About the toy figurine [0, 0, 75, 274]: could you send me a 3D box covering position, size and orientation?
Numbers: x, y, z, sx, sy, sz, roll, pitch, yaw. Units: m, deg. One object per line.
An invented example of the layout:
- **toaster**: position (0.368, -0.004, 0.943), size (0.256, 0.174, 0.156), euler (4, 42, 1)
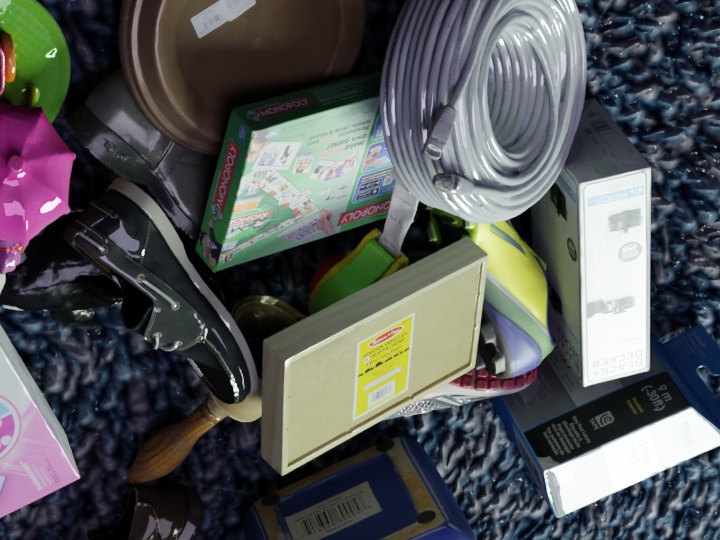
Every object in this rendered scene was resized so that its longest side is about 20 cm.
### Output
- **toy figurine**: position (-0.256, -0.069, 1.393), size (0.150, 0.184, 0.200), euler (-6, 125, -17)

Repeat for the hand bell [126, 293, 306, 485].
- **hand bell**: position (-0.121, 0.117, 1.639), size (0.104, 0.104, 0.200), euler (25, 129, -32)

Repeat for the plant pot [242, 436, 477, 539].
- **plant pot**: position (0.013, 0.267, 1.724), size (0.200, 0.200, 0.180), euler (-24, 121, -4)

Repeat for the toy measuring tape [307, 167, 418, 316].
- **toy measuring tape**: position (0.000, 0.000, 1.559), size (0.073, 0.074, 0.200), euler (-6, 146, -17)

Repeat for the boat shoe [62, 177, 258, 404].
- **boat shoe**: position (-0.145, 0.028, 1.498), size (0.068, 0.072, 0.200), euler (-47, 122, -25)

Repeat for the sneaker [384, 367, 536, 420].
- **sneaker**: position (0.050, 0.081, 1.690), size (0.199, 0.081, 0.075), euler (-4, 153, -18)

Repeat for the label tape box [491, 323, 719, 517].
- **label tape box**: position (0.222, 0.105, 1.718), size (0.200, 0.143, 0.066), euler (-25, 129, -3)

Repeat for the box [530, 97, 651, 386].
- **box**: position (0.183, -0.021, 1.636), size (0.060, 0.117, 0.200), euler (-14, 128, -11)

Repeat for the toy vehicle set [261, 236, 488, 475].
- **toy vehicle set**: position (0.011, 0.065, 1.559), size (0.200, 0.027, 0.125), euler (-27, 140, -30)

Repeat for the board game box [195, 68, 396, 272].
- **board game box**: position (-0.023, -0.081, 1.513), size (0.200, 0.029, 0.135), euler (-18, 142, -37)

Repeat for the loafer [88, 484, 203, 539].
- **loafer**: position (-0.210, 0.254, 1.710), size (0.071, 0.073, 0.200), euler (27, 102, -27)

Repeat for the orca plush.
- **orca plush**: position (-0.186, 0.015, 1.547), size (0.199, 0.071, 0.105), euler (11, 119, -27)

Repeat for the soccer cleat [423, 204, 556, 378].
- **soccer cleat**: position (0.108, -0.012, 1.636), size (0.084, 0.065, 0.201), euler (-25, 110, -29)

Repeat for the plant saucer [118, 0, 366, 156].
- **plant saucer**: position (-0.077, -0.174, 1.452), size (0.200, 0.029, 0.201), euler (-13, 117, -28)

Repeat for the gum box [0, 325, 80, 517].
- **gum box**: position (-0.306, 0.108, 1.568), size (0.113, 0.066, 0.200), euler (-27, 128, -3)

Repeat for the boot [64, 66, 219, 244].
- **boot**: position (-0.110, -0.099, 1.506), size (0.131, 0.068, 0.200), euler (-45, 128, 5)

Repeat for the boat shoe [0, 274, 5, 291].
- **boat shoe**: position (-0.358, 0.023, 1.464), size (0.201, 0.060, 0.072), euler (-5, 128, 8)

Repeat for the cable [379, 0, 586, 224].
- **cable**: position (0.094, -0.134, 1.492), size (0.200, 0.069, 0.201), euler (29, 73, -54)
